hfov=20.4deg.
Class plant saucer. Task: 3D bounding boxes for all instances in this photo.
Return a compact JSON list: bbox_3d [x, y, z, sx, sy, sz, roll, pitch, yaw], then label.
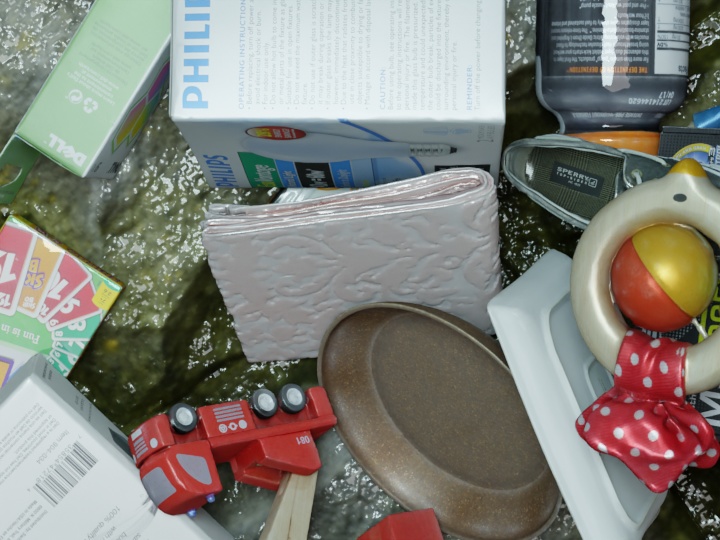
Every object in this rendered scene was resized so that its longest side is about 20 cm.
[{"bbox_3d":[0.060,0.097,1.360,0.201,0.200,0.037,48,53,-2],"label":"plant saucer"}]

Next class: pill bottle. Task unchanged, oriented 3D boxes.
[{"bbox_3d":[0.170,-0.169,1.358,0.105,0.106,0.202,1,94,1],"label":"pill bottle"}]

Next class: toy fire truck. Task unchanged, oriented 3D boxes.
[{"bbox_3d":[-0.051,0.153,1.369,0.199,0.049,0.142,-8,69,-37],"label":"toy fire truck"}]

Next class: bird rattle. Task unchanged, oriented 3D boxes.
[{"bbox_3d":[0.196,0.028,1.213,0.200,0.112,0.164,-44,70,31],"label":"bird rattle"}]

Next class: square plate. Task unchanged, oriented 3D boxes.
[{"bbox_3d":[0.154,0.091,1.330,0.028,0.198,0.201,-22,93,20],"label":"square plate"}]

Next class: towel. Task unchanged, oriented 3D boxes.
[{"bbox_3d":[0.000,0.000,1.336,0.189,0.200,0.033,-7,63,2],"label":"towel"}]

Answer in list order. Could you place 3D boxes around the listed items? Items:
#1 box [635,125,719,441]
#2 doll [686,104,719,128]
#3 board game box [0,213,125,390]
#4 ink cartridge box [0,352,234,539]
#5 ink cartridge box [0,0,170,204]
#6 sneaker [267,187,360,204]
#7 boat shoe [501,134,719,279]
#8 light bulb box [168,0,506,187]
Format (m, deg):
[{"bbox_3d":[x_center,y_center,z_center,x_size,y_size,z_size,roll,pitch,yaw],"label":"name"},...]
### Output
[{"bbox_3d":[0.253,0.012,1.285,0.044,0.160,0.202,8,90,-42],"label":"box"},{"bbox_3d":[0.272,-0.052,1.393,0.136,0.048,0.201,29,87,8],"label":"doll"},{"bbox_3d":[-0.259,0.070,1.419,0.095,0.030,0.201,32,96,-2],"label":"board game box"},{"bbox_3d":[-0.202,0.182,1.381,0.146,0.084,0.200,-45,100,1],"label":"ink cartridge box"},{"bbox_3d":[-0.177,-0.116,1.366,0.059,0.104,0.201,32,93,2],"label":"ink cartridge box"},{"bbox_3d":[-0.001,-0.053,1.386,0.092,0.076,0.200,40,94,-6],"label":"sneaker"},{"bbox_3d":[0.176,-0.039,1.269,0.199,0.071,0.073,16,102,33],"label":"boat shoe"},{"bbox_3d":[-0.010,-0.130,1.254,0.198,0.198,0.126,0,80,3],"label":"light bulb box"}]
